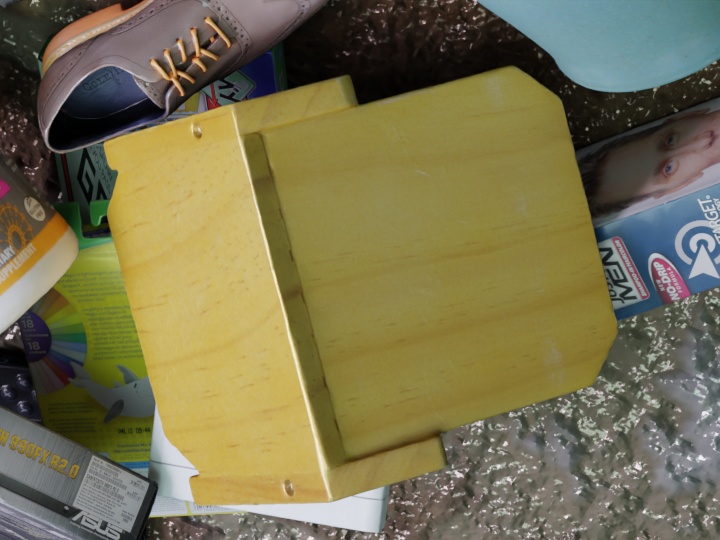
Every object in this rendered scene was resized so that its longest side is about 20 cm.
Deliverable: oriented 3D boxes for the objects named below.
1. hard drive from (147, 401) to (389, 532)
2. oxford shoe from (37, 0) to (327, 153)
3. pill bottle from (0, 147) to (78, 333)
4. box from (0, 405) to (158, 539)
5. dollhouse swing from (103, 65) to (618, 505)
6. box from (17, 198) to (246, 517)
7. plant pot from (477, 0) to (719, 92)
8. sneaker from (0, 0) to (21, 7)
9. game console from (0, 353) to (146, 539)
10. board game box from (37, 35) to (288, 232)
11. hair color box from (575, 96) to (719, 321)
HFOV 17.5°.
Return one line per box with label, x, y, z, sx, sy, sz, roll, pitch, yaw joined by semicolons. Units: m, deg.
hard drive;-0.039;0.032;1.258;0.132;0.027;0.200;9;98;10
oxford shoe;-0.084;-0.117;1.213;0.200;0.073;0.071;-29;123;26
pill bottle;-0.252;-0.050;1.228;0.116;0.116;0.200;-35;102;26
box;-0.232;0.095;1.266;0.200;0.048;0.158;31;162;-31
dollhouse swing;0.000;0.000;1.215;0.182;0.176;0.200;-9;97;54
box;-0.131;0.046;1.336;0.117;0.048;0.200;-3;118;12
plant pot;0.112;-0.194;1.110;0.200;0.200;0.188;-22;126;21
sneaker;-0.182;-0.205;1.226;0.200;0.076;0.115;-17;109;10
game console;-0.225;0.162;1.422;0.172;0.119;0.200;7;123;6
board game box;-0.101;-0.040;1.329;0.134;0.029;0.200;0;121;11
hair color box;0.210;-0.051;1.228;0.200;0.100;0.061;-21;115;20
